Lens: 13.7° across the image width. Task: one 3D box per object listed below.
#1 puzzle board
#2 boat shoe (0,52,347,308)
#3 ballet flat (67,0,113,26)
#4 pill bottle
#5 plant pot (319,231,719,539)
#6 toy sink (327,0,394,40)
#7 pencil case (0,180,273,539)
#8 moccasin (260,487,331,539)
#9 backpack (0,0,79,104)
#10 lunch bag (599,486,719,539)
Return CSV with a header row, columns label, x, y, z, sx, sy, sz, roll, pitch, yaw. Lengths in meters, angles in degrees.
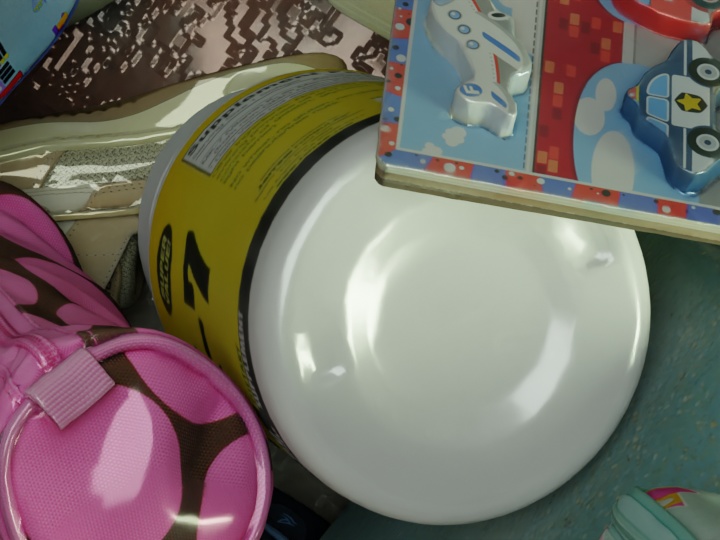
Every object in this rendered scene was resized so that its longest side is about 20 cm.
label,x,y,z,sx,sy,sz,roll,pitch,yaw
puzzle board,0.086,-0.087,0.832,0.150,0.017,0.201,9,48,-2
boat shoe,-0.093,-0.017,1.007,0.199,0.072,0.065,-15,83,-1
ballet flat,-0.172,-0.088,1.028,0.199,0.067,0.064,-1,121,-7
pill bottle,0.000,0.000,0.890,0.114,0.200,0.115,-2,99,-16
plant pot,0.113,0.110,0.877,0.196,0.200,0.197,38,89,-12
toy sink,0.109,-0.111,0.948,0.199,0.112,0.131,31,64,9
pencil case,-0.096,0.030,0.875,0.090,0.200,0.094,-26,114,-16
moccasin,-0.086,0.072,0.997,0.199,0.068,0.081,17,87,8
backpack,-0.189,-0.122,0.917,0.199,0.135,0.183,30,63,19
lunch bag,0.150,0.121,0.701,0.199,0.160,0.077,20,94,-11
